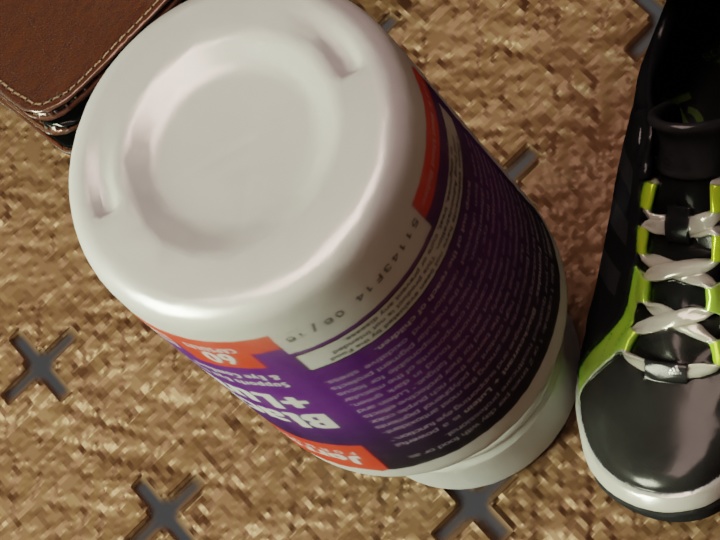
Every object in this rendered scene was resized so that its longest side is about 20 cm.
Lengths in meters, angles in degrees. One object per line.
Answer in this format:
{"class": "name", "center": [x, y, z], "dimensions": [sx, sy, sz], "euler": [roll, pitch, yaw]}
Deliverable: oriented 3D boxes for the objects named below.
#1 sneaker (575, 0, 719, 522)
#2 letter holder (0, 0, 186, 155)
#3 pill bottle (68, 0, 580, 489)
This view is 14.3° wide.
{"class": "sneaker", "center": [0.104, -0.020, 0.938], "dimensions": [0.071, 0.083, 0.201], "euler": [2, 69, 25]}
{"class": "letter holder", "center": [-0.067, -0.139, 1.051], "dimensions": [0.142, 0.101, 0.200], "euler": [37, 86, 35]}
{"class": "pill bottle", "center": [0.000, 0.000, 0.907], "dimensions": [0.111, 0.200, 0.112], "euler": [-10, 65, 21]}
